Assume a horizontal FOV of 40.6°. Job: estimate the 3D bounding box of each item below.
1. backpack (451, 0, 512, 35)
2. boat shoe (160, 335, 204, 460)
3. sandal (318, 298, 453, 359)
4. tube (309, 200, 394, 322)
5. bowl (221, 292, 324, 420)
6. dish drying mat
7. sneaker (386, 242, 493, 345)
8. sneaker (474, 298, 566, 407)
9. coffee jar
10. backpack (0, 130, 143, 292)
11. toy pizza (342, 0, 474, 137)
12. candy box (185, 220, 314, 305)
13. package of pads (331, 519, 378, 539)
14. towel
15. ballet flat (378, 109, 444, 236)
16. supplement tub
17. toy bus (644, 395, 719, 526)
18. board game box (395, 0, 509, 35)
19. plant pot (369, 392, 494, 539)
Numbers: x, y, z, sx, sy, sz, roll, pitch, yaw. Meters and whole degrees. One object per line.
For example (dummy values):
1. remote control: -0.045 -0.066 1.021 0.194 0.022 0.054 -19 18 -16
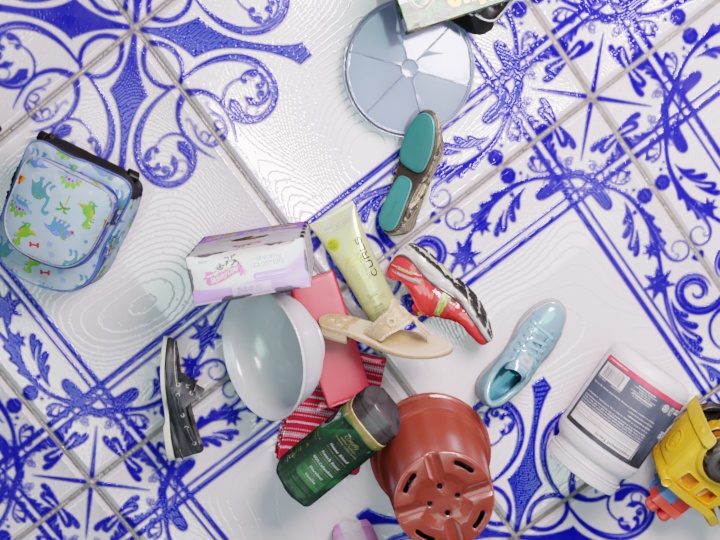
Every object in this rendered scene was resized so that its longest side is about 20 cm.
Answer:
1. backpack: 0.158 -0.452 1.367 0.176 0.151 0.202 29 91 -5
2. boat shoe: -0.273 0.197 1.507 0.065 0.075 0.203 -2 100 -3
3. sandal: 0.035 0.075 1.439 0.209 0.078 0.071 9 114 19
4. tube: 0.000 0.000 1.495 0.058 0.052 0.202 -32 98 -35
5. bowl: -0.117 0.117 1.467 0.090 0.200 0.204 -14 103 -42
6. dish drying mat: -0.047 0.106 1.512 0.076 0.018 0.203 -17 91 -7
7. sneaker: 0.122 0.047 1.502 0.200 0.077 0.085 44 107 -1
8. sneaker: 0.257 0.136 1.507 0.073 0.082 0.201 34 97 -8
9. coffee jar: -0.029 0.263 1.476 0.200 0.104 0.086 -41 92 13
10. backpack: -0.436 -0.073 1.420 0.181 0.147 0.202 24 101 -3
11. toy pizza: 0.072 -0.301 1.453 0.197 0.032 0.203 -1 100 -3
12. candy box: -0.154 -0.015 1.410 0.165 0.200 0.073 -9 100 0
13. package of pads: 0.006 0.511 1.545 0.075 0.121 0.203 -10 100 -5
14. towel: -0.048 0.219 1.544 0.143 0.022 0.203 13 99 -5
15. ballet flat: 0.086 -0.145 1.460 0.068 0.075 0.202 35 116 35
16. supplement tub: 0.395 0.227 1.498 0.139 0.140 0.201 33 98 -7
17. toy bus: 0.551 0.332 1.534 0.199 0.136 0.193 36 110 -10
18. board game box: 0.136 -0.392 1.286 0.198 0.023 0.106 -20 96 -7
19. plant pot: 0.116 0.310 1.476 0.197 0.195 0.204 0 99 -2
